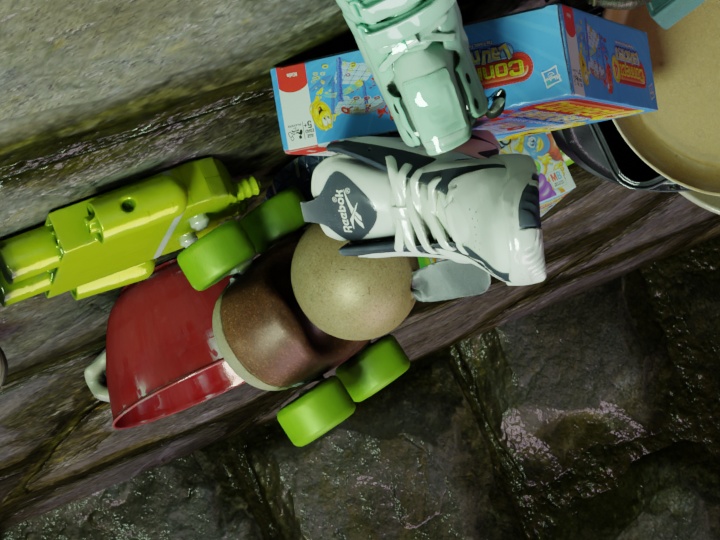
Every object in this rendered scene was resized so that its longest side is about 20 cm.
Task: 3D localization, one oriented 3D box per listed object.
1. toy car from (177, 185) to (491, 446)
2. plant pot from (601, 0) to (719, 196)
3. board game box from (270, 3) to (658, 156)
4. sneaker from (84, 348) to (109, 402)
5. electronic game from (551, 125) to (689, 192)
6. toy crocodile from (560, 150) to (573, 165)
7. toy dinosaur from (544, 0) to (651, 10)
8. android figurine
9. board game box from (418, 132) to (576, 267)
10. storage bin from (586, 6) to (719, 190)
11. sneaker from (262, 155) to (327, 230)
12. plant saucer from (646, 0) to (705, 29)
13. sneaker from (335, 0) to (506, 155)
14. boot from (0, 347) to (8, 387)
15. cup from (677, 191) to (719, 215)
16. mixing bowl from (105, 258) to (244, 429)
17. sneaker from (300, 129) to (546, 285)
[{"bbox_3d":[0.000,0.000,1.234,0.200,0.165,0.158,-33,180,38],"label":"toy car"},{"bbox_3d":[0.264,-0.152,1.202,0.199,0.201,0.027,-26,-174,12],"label":"plant pot"},{"bbox_3d":[0.074,-0.118,1.137,0.194,0.056,0.200,-9,178,25],"label":"board game box"},{"bbox_3d":[-0.198,0.088,1.712,0.200,0.082,0.088,-33,170,39],"label":"sneaker"},{"bbox_3d":[0.243,-0.133,1.397,0.198,0.042,0.201,8,143,6],"label":"electronic game"},{"bbox_3d":[0.185,-0.138,1.528,0.067,0.062,0.200,-26,167,13],"label":"toy crocodile"},{"bbox_3d":[0.172,-0.193,1.085,0.101,0.078,0.200,-8,162,-18],"label":"toy dinosaur"},{"bbox_3d":[-0.167,-0.027,1.250,0.199,0.041,0.182,-20,170,-22],"label":"android figurine"},{"bbox_3d":[0.089,-0.070,1.490,0.104,0.104,0.200,-22,171,-18],"label":"board game box"},{"bbox_3d":[0.255,-0.158,1.270,0.199,0.136,0.094,-27,-179,13],"label":"storage bin"},{"bbox_3d":[0.017,-0.076,1.360,0.199,0.078,0.085,-26,177,18],"label":"sneaker"},{"bbox_3d":[0.235,-0.226,1.078,0.019,0.070,0.200,-10,164,-34],"label":"plant saucer"},{"bbox_3d":[0.034,-0.129,0.936,0.073,0.119,0.200,-23,170,5],"label":"sneaker"},{"bbox_3d":[-0.378,0.108,1.351,0.199,0.074,0.151,-28,173,-4],"label":"boot"},{"bbox_3d":[0.347,-0.161,1.467,0.200,0.200,0.144,-34,-161,47],"label":"cup"},{"bbox_3d":[-0.147,0.050,1.532,0.199,0.109,0.200,-23,171,-4],"label":"mixing bowl"},{"bbox_3d":[0.032,-0.034,1.024,0.128,0.080,0.199,-8,-157,-6],"label":"sneaker"}]
